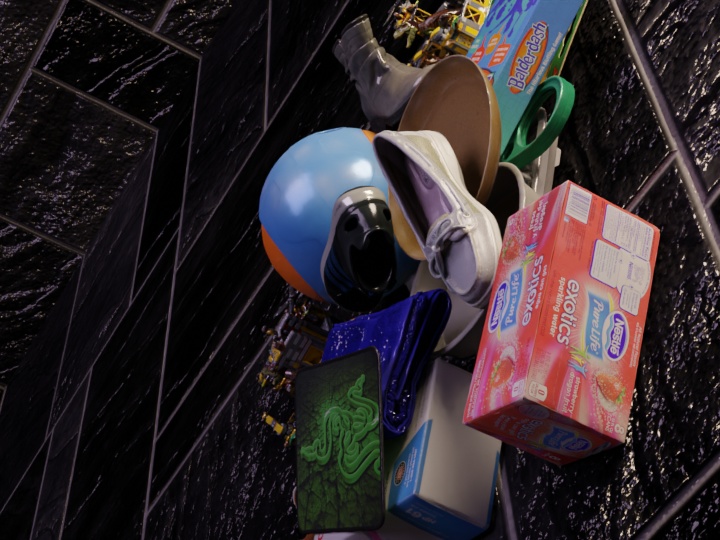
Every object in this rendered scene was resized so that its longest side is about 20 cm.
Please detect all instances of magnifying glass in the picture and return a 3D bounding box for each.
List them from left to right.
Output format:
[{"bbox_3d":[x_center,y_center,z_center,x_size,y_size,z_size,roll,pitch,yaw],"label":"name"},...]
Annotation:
[{"bbox_3d":[0.144,-0.110,1.460,0.200,0.022,0.080,-53,22,32],"label":"magnifying glass"}]

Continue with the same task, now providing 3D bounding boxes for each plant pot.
[{"bbox_3d":[0.084,-0.107,1.432,0.200,0.027,0.201,-33,53,57],"label":"plant pot"}]

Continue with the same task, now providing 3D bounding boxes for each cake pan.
[{"bbox_3d":[0.110,-0.004,1.394,0.200,0.037,0.201,-52,23,33],"label":"cake pan"}]

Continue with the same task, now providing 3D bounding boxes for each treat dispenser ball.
[{"bbox_3d":[-0.016,-0.061,1.679,0.201,0.200,0.201,-52,22,32],"label":"treat dispenser ball"}]

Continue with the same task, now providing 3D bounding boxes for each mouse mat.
[{"bbox_3d":[-0.023,0.161,1.369,0.200,0.007,0.162,157,114,-62],"label":"mouse mat"}]

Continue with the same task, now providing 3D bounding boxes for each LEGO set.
[{"bbox_3d":[-0.082,0.108,1.740,0.154,0.115,0.200,-56,19,23],"label":"LEGO set"},{"bbox_3d":[0.069,-0.290,1.719,0.154,0.115,0.200,-70,12,-18],"label":"LEGO set"}]

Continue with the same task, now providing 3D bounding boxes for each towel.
[{"bbox_3d":[0.005,0.097,1.405,0.200,0.049,0.148,-29,36,62],"label":"towel"}]

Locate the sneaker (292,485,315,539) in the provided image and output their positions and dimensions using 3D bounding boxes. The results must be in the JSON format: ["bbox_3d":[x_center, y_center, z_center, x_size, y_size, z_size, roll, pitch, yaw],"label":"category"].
[{"bbox_3d":[-0.022,0.211,1.535,0.073,0.084,0.201,-52,21,38],"label":"sneaker"}]

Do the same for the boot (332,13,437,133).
[{"bbox_3d":[0.024,-0.228,1.648,0.068,0.131,0.200,-31,2,-20],"label":"boot"}]

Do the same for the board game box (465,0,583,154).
[{"bbox_3d":[0.150,-0.218,1.507,0.201,0.045,0.152,-63,15,0],"label":"board game box"}]

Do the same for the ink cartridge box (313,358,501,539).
[{"bbox_3d":[0.042,0.195,1.379,0.200,0.084,0.145,-44,27,49],"label":"ink cartridge box"}]

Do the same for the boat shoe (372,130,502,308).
[{"bbox_3d":[0.069,-0.050,1.335,0.075,0.064,0.203,-55,43,40],"label":"boat shoe"}]

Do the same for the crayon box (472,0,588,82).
[{"bbox_3d":[0.173,-0.254,1.652,0.200,0.051,0.127,-13,54,66],"label":"crayon box"}]

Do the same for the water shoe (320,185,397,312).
[{"bbox_3d":[0.000,0.000,1.516,0.200,0.071,0.079,88,167,-55],"label":"water shoe"}]

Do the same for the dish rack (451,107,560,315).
[{"bbox_3d":[0.143,-0.048,1.484,0.172,0.043,0.201,-39,31,50],"label":"dish rack"}]

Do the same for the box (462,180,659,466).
[{"bbox_3d":[0.167,0.044,1.212,0.095,0.102,0.201,-34,36,57],"label":"box"}]

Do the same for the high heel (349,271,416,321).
[{"bbox_3d":[0.018,0.095,1.583,0.200,0.071,0.143,-51,15,11],"label":"high heel"}]
